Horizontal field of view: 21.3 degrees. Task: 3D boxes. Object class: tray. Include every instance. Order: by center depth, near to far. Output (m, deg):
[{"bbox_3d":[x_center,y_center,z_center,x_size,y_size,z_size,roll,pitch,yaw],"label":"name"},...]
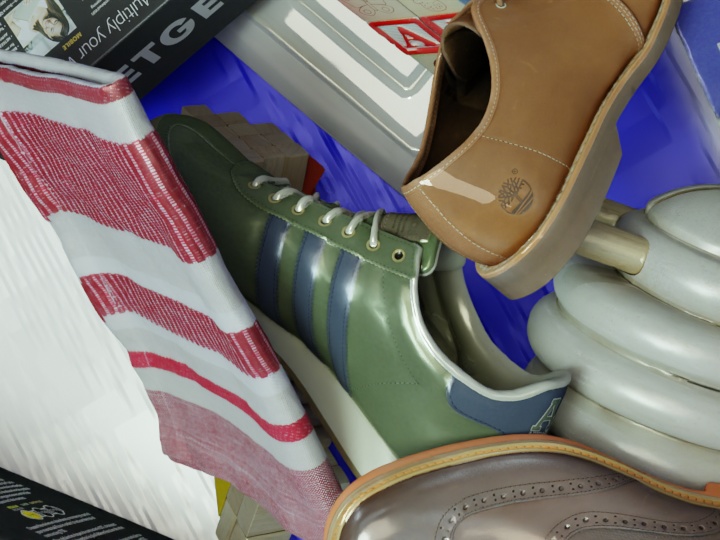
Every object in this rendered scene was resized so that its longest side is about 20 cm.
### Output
[{"bbox_3d":[-0.010,-0.127,0.847,0.200,0.022,0.107,41,96,10],"label":"tray"}]

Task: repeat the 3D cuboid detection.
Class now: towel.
[{"bbox_3d":[-0.078,0.009,0.730,0.023,0.144,0.200,-36,115,-21],"label":"towel"}]

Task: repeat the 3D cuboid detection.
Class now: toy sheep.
[{"bbox_3d":[0.126,0.033,0.761,0.138,0.138,0.200,23,110,11],"label":"toy sheep"}]

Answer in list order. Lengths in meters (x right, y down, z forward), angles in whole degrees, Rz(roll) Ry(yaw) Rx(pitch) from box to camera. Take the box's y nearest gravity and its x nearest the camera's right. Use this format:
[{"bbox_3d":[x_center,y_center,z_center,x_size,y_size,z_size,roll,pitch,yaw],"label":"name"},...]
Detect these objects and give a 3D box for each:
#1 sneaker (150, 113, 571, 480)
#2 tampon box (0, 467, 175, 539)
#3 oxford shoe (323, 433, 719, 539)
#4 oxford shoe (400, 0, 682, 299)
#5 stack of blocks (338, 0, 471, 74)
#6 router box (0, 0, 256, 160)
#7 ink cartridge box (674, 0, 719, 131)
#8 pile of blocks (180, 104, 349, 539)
[{"bbox_3d":[0.000,0.000,0.730,0.090,0.067,0.200,-43,80,25],"label":"sneaker"},{"bbox_3d":[-0.180,0.166,0.822,0.200,0.126,0.150,20,92,12],"label":"tampon box"},{"bbox_3d":[0.087,0.107,0.678,0.200,0.073,0.071,5,110,-9],"label":"oxford shoe"},{"bbox_3d":[0.070,-0.090,0.714,0.071,0.071,0.200,35,55,-18],"label":"oxford shoe"},{"bbox_3d":[0.048,-0.191,0.780,0.058,0.115,0.200,0,68,42],"label":"stack of blocks"},{"bbox_3d":[-0.114,-0.165,0.836,0.200,0.052,0.157,-38,69,11],"label":"router box"},{"bbox_3d":[0.242,-0.040,0.710,0.197,0.047,0.200,-20,86,-11],"label":"ink cartridge box"},{"bbox_3d":[-0.040,0.027,0.840,0.062,0.082,0.201,-7,98,-31],"label":"pile of blocks"}]
